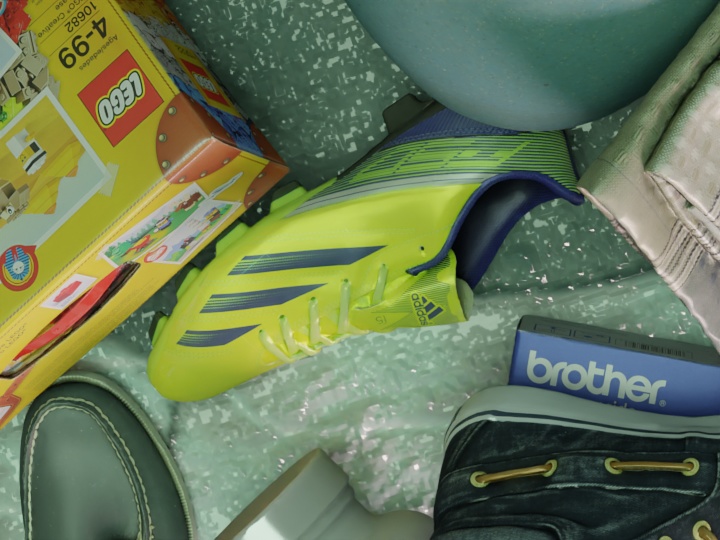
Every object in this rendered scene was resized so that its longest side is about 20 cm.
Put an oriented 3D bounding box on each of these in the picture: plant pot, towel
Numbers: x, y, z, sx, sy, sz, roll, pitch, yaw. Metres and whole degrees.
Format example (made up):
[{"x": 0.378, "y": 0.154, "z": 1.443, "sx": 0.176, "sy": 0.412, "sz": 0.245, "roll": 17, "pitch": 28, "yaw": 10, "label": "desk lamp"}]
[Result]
[{"x": 0.066, "y": -0.132, "z": 0.862, "sx": 0.198, "sy": 0.201, "sz": 0.135, "roll": 10, "pitch": 134, "yaw": 6, "label": "plant pot"}, {"x": 0.184, "y": -0.054, "z": 0.841, "sx": 0.200, "sy": 0.192, "sz": 0.035, "roll": -50, "pitch": 49, "yaw": -1, "label": "towel"}]

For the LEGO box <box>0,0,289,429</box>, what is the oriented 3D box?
[{"x": -0.153, "y": -0.036, "z": 0.925, "sx": 0.200, "sy": 0.077, "sz": 0.149, "roll": -41, "pitch": 71, "yaw": 13, "label": "LEGO box"}]

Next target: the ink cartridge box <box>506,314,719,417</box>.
[{"x": 0.154, "y": 0.083, "z": 0.943, "sx": 0.198, "sy": 0.044, "sz": 0.095, "roll": 10, "pitch": 99, "yaw": 6, "label": "ink cartridge box"}]

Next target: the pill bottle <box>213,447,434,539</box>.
[{"x": 0.024, "y": 0.170, "z": 0.946, "sx": 0.104, "sy": 0.104, "sz": 0.200, "roll": -42, "pitch": 92, "yaw": 12, "label": "pill bottle"}]

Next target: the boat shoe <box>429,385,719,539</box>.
[{"x": 0.123, "y": 0.103, "z": 0.872, "sx": 0.198, "sy": 0.091, "sz": 0.071, "roll": 5, "pitch": 131, "yaw": 12, "label": "boat shoe"}]

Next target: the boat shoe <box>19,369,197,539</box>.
[{"x": -0.106, "y": 0.143, "z": 0.980, "sx": 0.072, "sy": 0.062, "sz": 0.202, "roll": -7, "pitch": 98, "yaw": 9, "label": "boat shoe"}]

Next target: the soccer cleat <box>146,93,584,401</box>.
[{"x": 0.000, "y": 0.000, "z": 0.936, "sx": 0.200, "sy": 0.065, "sz": 0.084, "roll": -37, "pitch": 76, "yaw": 9, "label": "soccer cleat"}]
